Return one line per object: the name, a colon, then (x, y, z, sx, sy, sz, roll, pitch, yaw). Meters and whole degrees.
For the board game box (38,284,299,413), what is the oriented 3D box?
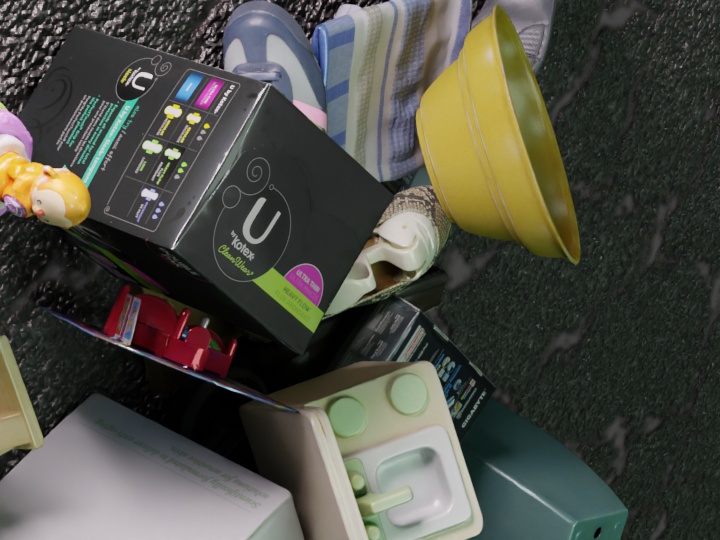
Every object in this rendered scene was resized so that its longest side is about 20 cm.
board game box: (-0.122, 0.043, 1.590, 0.158, 0.200, 0.039, 22, 88, -22)

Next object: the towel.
towel: (0.021, -0.129, 1.752, 0.200, 0.024, 0.147, -24, 126, -53)

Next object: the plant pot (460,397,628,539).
plant pot: (0.116, 0.206, 2.025, 0.141, 0.200, 0.142, -4, 114, -53)

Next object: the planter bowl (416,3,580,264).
planter bowl: (0.093, -0.089, 1.752, 0.200, 0.083, 0.201, -16, 90, -79)

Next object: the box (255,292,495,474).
box: (0.009, 0.134, 1.837, 0.200, 0.046, 0.159, -56, 144, -8)

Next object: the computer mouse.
computer mouse: (-0.104, 0.141, 1.788, 0.138, 0.053, 0.200, -43, 140, -23)

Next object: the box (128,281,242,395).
box: (-0.108, -0.029, 1.724, 0.163, 0.021, 0.200, -39, 139, -33)

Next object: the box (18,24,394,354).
box: (-0.111, -0.054, 1.521, 0.149, 0.200, 0.124, 40, 75, -45)

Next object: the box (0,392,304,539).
box: (-0.164, 0.234, 1.661, 0.200, 0.199, 0.171, -45, 142, -29)

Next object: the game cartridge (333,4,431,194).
game cartridge: (0.003, -0.100, 1.798, 0.200, 0.041, 0.133, 45, 64, -59)

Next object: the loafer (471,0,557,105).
loafer: (0.125, -0.194, 1.883, 0.063, 0.072, 0.200, 49, 59, -68)

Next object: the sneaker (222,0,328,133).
sneaker: (-0.059, -0.084, 1.642, 0.082, 0.070, 0.200, -55, 136, -64)

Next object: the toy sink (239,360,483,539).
toy sink: (0.006, 0.139, 1.660, 0.112, 0.200, 0.131, -19, 93, -16)

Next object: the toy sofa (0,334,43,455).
toy sofa: (-0.310, 0.114, 1.506, 0.200, 0.098, 0.083, -31, 110, -40)

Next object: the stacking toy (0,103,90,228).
stacking toy: (-0.230, -0.067, 1.371, 0.110, 0.200, 0.116, -41, 141, -31)

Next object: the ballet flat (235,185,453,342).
ballet flat: (0.000, 0.000, 1.757, 0.200, 0.075, 0.068, -28, 107, -19)

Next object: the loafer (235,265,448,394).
loafer: (-0.014, 0.049, 1.857, 0.200, 0.073, 0.071, -25, 119, -31)
